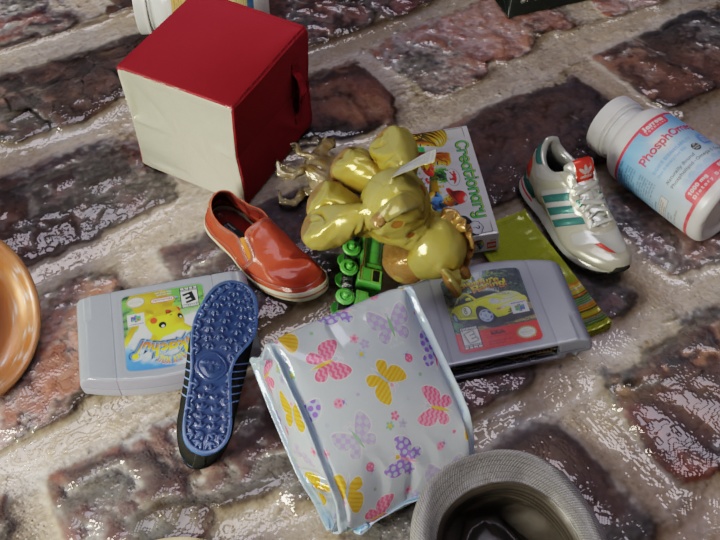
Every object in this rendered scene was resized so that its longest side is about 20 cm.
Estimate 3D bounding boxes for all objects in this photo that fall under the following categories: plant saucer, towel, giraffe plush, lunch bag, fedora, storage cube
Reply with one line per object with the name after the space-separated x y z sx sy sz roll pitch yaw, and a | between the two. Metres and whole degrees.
-0.436 0.049 0.929 0.037 0.200 0.201 -8 41 38 | plant saucer
0.214 0.006 1.064 0.086 0.018 0.200 -18 52 -16 | towel
0.054 -0.053 0.994 0.200 0.162 0.173 -2 50 50 | giraffe plush
0.005 0.141 0.877 0.169 0.127 0.201 -23 82 -21 | lunch bag
0.132 0.273 0.792 0.176 0.090 0.200 -18 59 -13 | fedora
-0.185 -0.228 1.158 0.199 0.171 0.180 21 54 16 | storage cube

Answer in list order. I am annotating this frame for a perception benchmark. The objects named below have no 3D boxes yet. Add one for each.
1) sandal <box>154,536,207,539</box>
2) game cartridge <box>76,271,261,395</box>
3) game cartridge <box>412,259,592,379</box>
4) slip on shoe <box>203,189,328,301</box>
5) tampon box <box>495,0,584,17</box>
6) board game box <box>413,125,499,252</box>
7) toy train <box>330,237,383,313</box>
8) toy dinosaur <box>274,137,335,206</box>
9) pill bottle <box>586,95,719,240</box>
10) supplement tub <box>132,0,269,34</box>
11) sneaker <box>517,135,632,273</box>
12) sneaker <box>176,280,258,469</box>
-0.135 0.273 0.802 0.211 0.070 0.078 6 50 5 | sandal
-0.217 0.073 0.993 0.199 0.041 0.134 -11 55 -9 | game cartridge
0.147 0.052 1.003 0.199 0.041 0.133 -11 47 -3 | game cartridge
-0.118 -0.030 1.064 0.074 0.061 0.200 -36 60 -29 | slip on shoe
0.307 -0.527 1.439 0.199 0.127 0.150 -16 52 -14 | tampon box
0.096 -0.101 1.134 0.126 0.035 0.201 -9 50 -1 | board game box
0.000 0.000 1.045 0.056 0.042 0.201 13 54 -8 | toy train
-0.058 -0.117 1.139 0.101 0.058 0.201 -5 50 -7 | toy dinosaur
0.390 -0.137 1.126 0.109 0.109 0.200 -29 56 -23 | pill bottle
-0.241 -0.428 1.340 0.199 0.145 0.145 -4 50 -4 | supplement tub
0.269 -0.085 1.086 0.070 0.094 0.200 -13 50 -23 | sneaker
-0.155 0.109 0.920 0.070 0.078 0.201 16 57 -11 | sneaker
